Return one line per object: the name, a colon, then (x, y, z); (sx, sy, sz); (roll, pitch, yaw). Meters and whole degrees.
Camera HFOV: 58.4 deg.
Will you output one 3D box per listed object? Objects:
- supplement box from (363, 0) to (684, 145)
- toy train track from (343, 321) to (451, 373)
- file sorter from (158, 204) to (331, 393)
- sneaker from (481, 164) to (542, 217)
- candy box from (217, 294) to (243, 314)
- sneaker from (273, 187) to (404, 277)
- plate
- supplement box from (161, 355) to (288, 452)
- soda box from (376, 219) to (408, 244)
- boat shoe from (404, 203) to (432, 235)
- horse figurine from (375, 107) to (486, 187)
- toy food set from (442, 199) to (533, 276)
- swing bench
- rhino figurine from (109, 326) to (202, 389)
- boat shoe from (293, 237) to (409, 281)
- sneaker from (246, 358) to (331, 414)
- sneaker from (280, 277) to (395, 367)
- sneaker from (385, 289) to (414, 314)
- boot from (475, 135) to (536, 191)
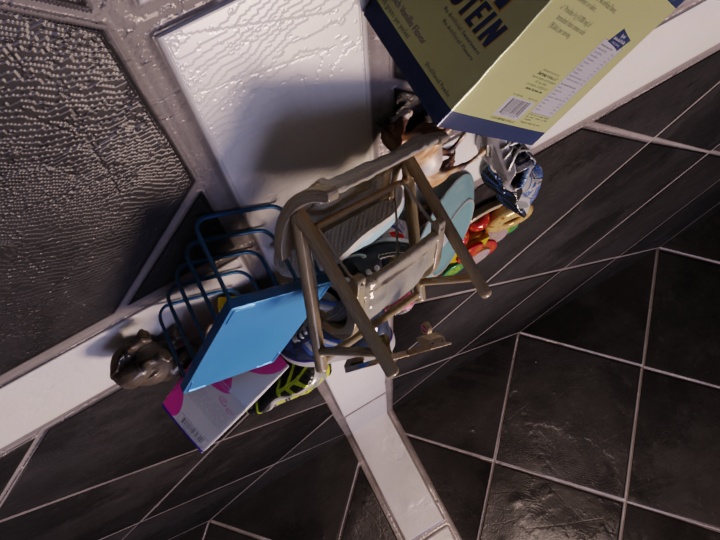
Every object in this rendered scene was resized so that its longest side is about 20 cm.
supplement box: (0.149, -0.238, 0.569); (0.198, 0.136, 0.200); (-7, 149, -50)
toy train track: (0.034, 0.095, 0.791); (0.112, 0.033, 0.199); (-10, 169, -33)
file sorter: (-0.152, 0.033, 0.785); (0.136, 0.124, 0.201); (-14, 154, -39)
sneaker: (0.253, -0.155, 1.057); (0.078, 0.075, 0.199); (-56, 158, 3)
candy box: (-0.111, 0.063, 0.962); (0.194, 0.027, 0.103); (-5, 148, -10)
sneaker: (-0.022, -0.046, 0.871); (0.197, 0.075, 0.082); (-28, 165, 5)
plate: (0.139, -0.056, 1.031); (0.201, 0.025, 0.202); (-50, 159, -27)
supplement box: (-0.204, 0.172, 0.952); (0.103, 0.102, 0.200); (-41, 177, -42)
soda box: (-0.004, 0.001, 0.996); (0.067, 0.065, 0.200); (14, 135, -34)
boat shoe: (0.091, -0.031, 1.086); (0.069, 0.071, 0.201); (-23, 158, -26)
horse figurine: (0.097, -0.156, 0.820); (0.131, 0.051, 0.200); (-32, 161, -1)
toy food set: (0.233, -0.066, 1.249); (0.196, 0.049, 0.199); (-26, 160, -19)
swing bench: (0.022, -0.022, 0.708); (0.197, 0.205, 0.128); (-30, -165, -40)
rhino figurine: (-0.277, 0.125, 0.914); (0.087, 0.060, 0.200); (-37, 167, 10)
boat shoe: (0.000, 0.000, 0.899); (0.194, 0.061, 0.075); (-1, 128, 9)
sneaker: (-0.127, 0.186, 1.046); (0.197, 0.078, 0.075); (-20, 164, 37)
sneaker: (-0.057, 0.059, 0.885); (0.195, 0.082, 0.148); (-4, 135, 30)
sneaker: (0.050, 0.034, 1.050); (0.082, 0.073, 0.200); (-62, -164, -1)
boot: (0.200, -0.179, 0.850); (0.073, 0.097, 0.200); (-31, 161, 2)
